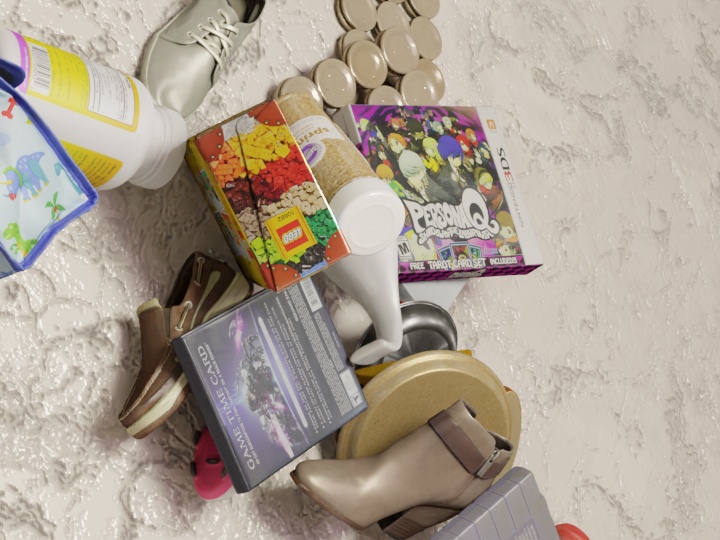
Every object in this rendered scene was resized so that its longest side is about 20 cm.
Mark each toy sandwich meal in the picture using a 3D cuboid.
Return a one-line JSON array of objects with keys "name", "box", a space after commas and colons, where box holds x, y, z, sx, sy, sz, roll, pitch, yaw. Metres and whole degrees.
[{"name": "toy sandwich meal", "box": [0.062, 0.155, 1.748, 0.205, 0.070, 0.205, -8, 112, -21]}]

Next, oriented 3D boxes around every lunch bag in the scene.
[{"name": "lunch bag", "box": [-0.327, -0.089, 1.387, 0.200, 0.170, 0.127, 54, 46, -17]}]

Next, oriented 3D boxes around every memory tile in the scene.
[{"name": "memory tile", "box": [0.008, -0.152, 1.838, 0.200, 0.017, 0.153, -32, 100, -38]}, {"name": "memory tile", "box": [0.032, -0.238, 1.927, 0.153, 0.017, 0.200, 16, 64, -41]}]

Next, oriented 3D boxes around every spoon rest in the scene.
[{"name": "spoon rest", "box": [0.000, 0.000, 1.715, 0.061, 0.099, 0.200, 30, 41, -51]}]

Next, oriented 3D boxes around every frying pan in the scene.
[{"name": "frying pan", "box": [0.055, 0.114, 1.787, 0.115, 0.031, 0.190, -24, 124, -15]}]

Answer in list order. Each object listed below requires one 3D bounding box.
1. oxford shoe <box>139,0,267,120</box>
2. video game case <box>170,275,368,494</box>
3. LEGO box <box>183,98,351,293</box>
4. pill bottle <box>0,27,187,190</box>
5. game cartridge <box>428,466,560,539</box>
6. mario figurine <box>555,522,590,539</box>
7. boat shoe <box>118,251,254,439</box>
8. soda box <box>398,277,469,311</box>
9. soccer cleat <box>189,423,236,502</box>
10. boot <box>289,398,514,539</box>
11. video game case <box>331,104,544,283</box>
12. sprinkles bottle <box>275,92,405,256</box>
[{"name": "oxford shoe", "box": [-0.147, -0.216, 1.707, 0.075, 0.058, 0.200, 49, 48, -24]}, {"name": "video game case", "box": [-0.075, 0.092, 1.589, 0.200, 0.019, 0.143, -30, 98, -53]}, {"name": "LEGO box", "box": [-0.088, -0.066, 1.605, 0.077, 0.200, 0.149, -28, 97, -8]}, {"name": "pill bottle", "box": [-0.247, -0.129, 1.536, 0.200, 0.104, 0.104, 19, 62, -41]}, {"name": "game cartridge", "box": [0.143, 0.298, 1.711, 0.130, 0.038, 0.200, -38, 120, -33]}, {"name": "mario figurine", "box": [0.160, 0.326, 1.821, 0.200, 0.106, 0.124, -30, 134, -37]}, {"name": "boat shoe", "box": [-0.169, 0.060, 1.578, 0.075, 0.075, 0.202, 41, 41, -11]}, {"name": "soda box", "box": [0.077, -0.018, 1.855, 0.068, 0.063, 0.200, 53, 45, -17]}, {"name": "soccer cleat", "box": [-0.090, 0.125, 1.627, 0.086, 0.070, 0.200, 41, 52, -41]}, {"name": "boot", "box": [0.046, 0.173, 1.652, 0.200, 0.146, 0.070, 31, 20, -49]}, {"name": "video game case", "box": [0.079, -0.079, 1.813, 0.200, 0.036, 0.182, -3, 69, -39]}, {"name": "sprinkles bottle", "box": [-0.029, -0.091, 1.669, 0.068, 0.068, 0.200, 25, 18, -38]}]
